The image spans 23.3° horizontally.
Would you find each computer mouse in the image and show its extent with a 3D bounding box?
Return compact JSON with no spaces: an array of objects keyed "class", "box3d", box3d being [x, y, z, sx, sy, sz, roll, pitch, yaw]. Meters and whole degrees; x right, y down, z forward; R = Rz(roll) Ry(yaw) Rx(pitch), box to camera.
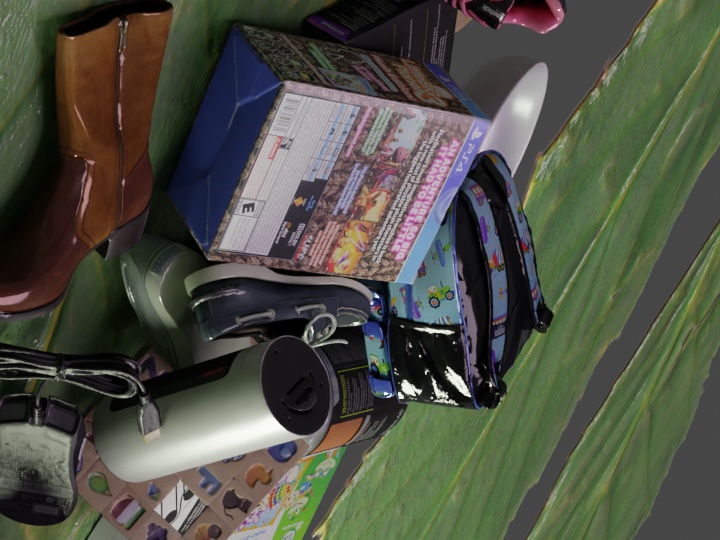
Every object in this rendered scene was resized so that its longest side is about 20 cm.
[{"class":"computer mouse","box3d":[-0.225,0.126,1.375,0.046,0.140,0.201,-85,180,-49]}]

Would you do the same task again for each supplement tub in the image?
[{"class":"supplement tub","box3d":[-0.048,0.112,1.647,0.200,0.122,0.123,-5,126,-58]}]

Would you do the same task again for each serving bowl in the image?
[{"class":"serving bowl","box3d":[0.105,-0.120,1.670,0.200,0.066,0.200,-57,165,-25]}]

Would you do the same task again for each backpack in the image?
[{"class":"backpack","box3d":[0.076,-0.001,1.527,0.183,0.134,0.201,-49,135,-54]}]

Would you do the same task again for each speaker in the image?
[{"class":"speaker","box3d":[-0.119,0.112,1.383,0.199,0.082,0.081,-19,180,39]}]

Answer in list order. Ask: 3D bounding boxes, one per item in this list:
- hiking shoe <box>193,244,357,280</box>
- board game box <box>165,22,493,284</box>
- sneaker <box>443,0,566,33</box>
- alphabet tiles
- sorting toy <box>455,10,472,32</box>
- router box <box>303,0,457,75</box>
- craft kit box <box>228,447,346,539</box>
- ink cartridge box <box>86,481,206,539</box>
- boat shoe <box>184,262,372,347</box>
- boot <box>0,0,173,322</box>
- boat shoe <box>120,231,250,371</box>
[{"class":"hiking shoe","box3d":[-0.078,0.016,1.524,0.199,0.076,0.101,7,138,-45]},{"class":"board game box","box3d":[-0.026,-0.089,1.376,0.199,0.097,0.160,8,120,-35]},{"class":"sneaker","box3d":[0.086,-0.239,1.409,0.199,0.096,0.079,7,138,-28]},{"class":"alphabet tiles","box3d":[-0.145,0.146,1.508,0.200,0.167,0.008,-48,-166,-12]},{"class":"sorting toy","box3d":[0.156,-0.322,1.524,0.200,0.070,0.199,-43,153,-23]},{"class":"router box","box3d":[0.012,-0.144,1.496,0.149,0.051,0.201,-31,141,-39]},{"class":"craft kit box","box3d":[-0.098,0.221,1.792,0.200,0.048,0.198,-11,134,-56]},{"class":"ink cartridge box","box3d":[-0.191,0.225,1.630,0.200,0.044,0.094,-57,153,6]},{"class":"boat shoe","box3d":[-0.059,0.036,1.403,0.075,0.062,0.200,-21,162,31]},{"class":"boot","box3d":[-0.202,-0.076,1.209,0.188,0.068,0.201,-29,144,-42]},{"class":"boat shoe","box3d":[-0.147,0.036,1.440,0.070,0.071,0.201,-44,146,-20]}]
